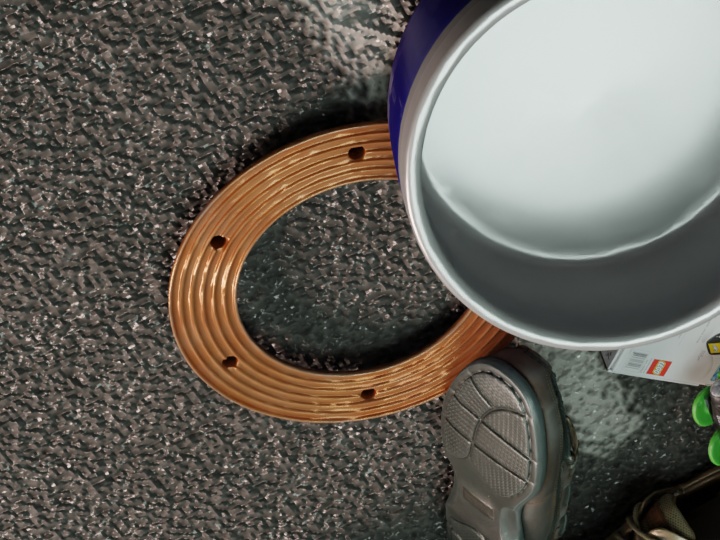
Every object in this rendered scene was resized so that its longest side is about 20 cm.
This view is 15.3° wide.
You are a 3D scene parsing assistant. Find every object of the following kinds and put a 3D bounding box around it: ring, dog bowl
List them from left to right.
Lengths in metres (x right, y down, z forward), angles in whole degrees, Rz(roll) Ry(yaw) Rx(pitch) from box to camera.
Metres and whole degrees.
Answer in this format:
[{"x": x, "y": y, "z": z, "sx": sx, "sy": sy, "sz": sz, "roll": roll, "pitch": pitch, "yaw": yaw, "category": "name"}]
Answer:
[{"x": 0.000, "y": 0.000, "z": 1.352, "sx": 0.199, "sy": 0.019, "sz": 0.201, "roll": -9, "pitch": 132, "yaw": -10, "category": "ring"}, {"x": 0.114, "y": -0.067, "z": 1.252, "sx": 0.199, "sy": 0.079, "sz": 0.201, "roll": -3, "pitch": 119, "yaw": -6, "category": "dog bowl"}]

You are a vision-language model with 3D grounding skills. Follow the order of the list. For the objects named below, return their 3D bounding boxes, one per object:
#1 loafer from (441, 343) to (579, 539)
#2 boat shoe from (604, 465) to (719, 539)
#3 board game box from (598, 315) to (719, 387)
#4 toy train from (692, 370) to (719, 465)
[{"x": 0.085, "y": 0.099, "z": 1.438, "sx": 0.063, "sy": 0.072, "sz": 0.200, "roll": -36, "pitch": 151, "yaw": -27, "category": "loafer"}, {"x": 0.174, "y": 0.156, "z": 1.515, "sx": 0.199, "sy": 0.076, "sz": 0.072, "roll": -29, "pitch": 130, "yaw": -2, "category": "boat shoe"}, {"x": 0.218, "y": -0.020, "z": 1.388, "sx": 0.126, "sy": 0.035, "sz": 0.200, "roll": 9, "pitch": 128, "yaw": -23, "category": "board game box"}, {"x": 0.230, "y": 0.123, "z": 1.450, "sx": 0.056, "sy": 0.042, "sz": 0.200, "roll": -43, "pitch": 130, "yaw": -21, "category": "toy train"}]
